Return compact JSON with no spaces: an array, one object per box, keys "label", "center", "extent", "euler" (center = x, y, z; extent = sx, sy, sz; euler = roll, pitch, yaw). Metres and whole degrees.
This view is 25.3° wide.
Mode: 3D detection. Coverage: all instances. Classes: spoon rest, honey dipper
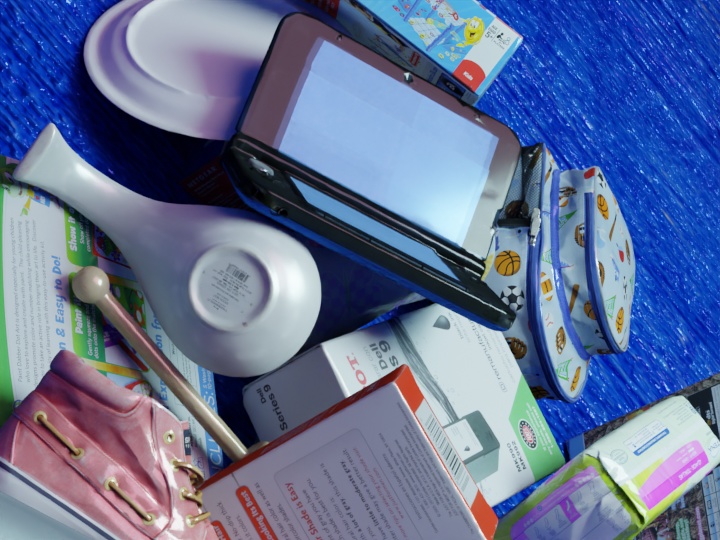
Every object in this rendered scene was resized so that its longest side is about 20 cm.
[{"label":"spoon rest","center":[-0.115,-0.015,0.973],"extent":[0.200,0.099,0.061],"euler":[36,-4,0]},{"label":"honey dipper","center":[-0.108,0.077,0.981],"extent":[0.200,0.038,0.038],"euler":[49,36,-9]}]

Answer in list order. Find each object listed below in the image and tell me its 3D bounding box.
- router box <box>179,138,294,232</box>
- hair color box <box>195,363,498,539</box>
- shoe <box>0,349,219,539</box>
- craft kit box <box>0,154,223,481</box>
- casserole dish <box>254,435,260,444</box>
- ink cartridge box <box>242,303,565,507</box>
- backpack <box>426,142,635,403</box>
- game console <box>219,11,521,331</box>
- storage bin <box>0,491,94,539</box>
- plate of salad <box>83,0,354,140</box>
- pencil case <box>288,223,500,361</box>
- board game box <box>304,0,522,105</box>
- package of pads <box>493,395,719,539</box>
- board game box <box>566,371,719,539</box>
[{"label":"router box","center":[-0.037,-0.085,1.240],"extent":[0.179,0.049,0.200],"euler":[41,39,-25]},{"label":"hair color box","center":[-0.033,0.153,0.937],"extent":[0.111,0.200,0.064],"euler":[60,11,0]},{"label":"shoe","center":[-0.107,0.129,0.880],"extent":[0.200,0.071,0.091],"euler":[35,80,-8]},{"label":"craft kit box","center":[-0.178,0.036,0.985],"extent":[0.197,0.048,0.201],"euler":[22,50,-45]},{"label":"casserole dish","center":[-0.020,0.148,1.104],"extent":[0.121,0.039,0.200],"euler":[42,40,-23]},{"label":"ink cartridge box","center":[0.033,0.109,1.091],"extent":[0.200,0.084,0.146],"euler":[-17,78,-54]},{"label":"backpack","center":[0.141,0.014,1.293],"extent":[0.200,0.154,0.191],"euler":[49,47,-48]},{"label":"game console","center":[0.022,-0.069,1.046],"extent":[0.200,0.119,0.171],"euler":[26,8,-16]},{"label":"storage bin","center":[-0.189,0.188,0.782],"extent":[0.200,0.134,0.146],"euler":[35,42,-30]},{"label":"plate of salad","center":[-0.098,-0.146,1.149],"extent":[0.199,0.048,0.200],"euler":[5,42,-4]},{"label":"pencil case","center":[0.000,0.000,1.133],"extent":[0.200,0.083,0.091],"euler":[-22,124,-28]},{"label":"board game box","center":[0.017,-0.194,1.221],"extent":[0.196,0.056,0.200],"euler":[38,-6,0]},{"label":"package of pads","center":[0.150,0.183,1.145],"extent":[0.068,0.200,0.154],"euler":[52,34,12]},{"label":"board game box","center":[0.281,0.188,1.304],"extent":[0.097,0.200,0.160],"euler":[29,46,-37]}]
